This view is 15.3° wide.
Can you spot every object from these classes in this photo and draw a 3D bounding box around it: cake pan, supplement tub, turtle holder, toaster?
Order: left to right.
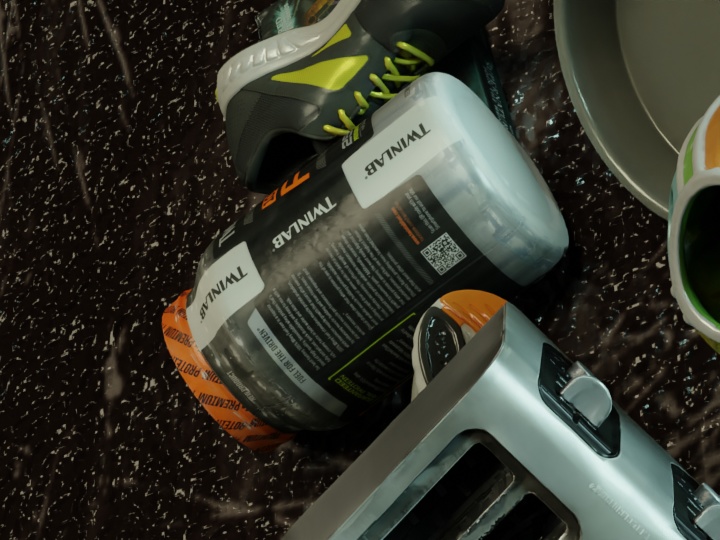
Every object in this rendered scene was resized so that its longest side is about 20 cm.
[{"bbox_3d":[0.000,0.000,1.402,0.200,0.122,0.123,-37,44,15],"label":"supplement tub"},{"bbox_3d":[0.065,0.143,1.195,0.200,0.181,0.119,-46,3,6],"label":"toaster"},{"bbox_3d":[0.178,-0.115,1.307,0.200,0.037,0.202,22,122,42],"label":"cake pan"},{"bbox_3d":[0.195,-0.005,1.199,0.141,0.131,0.186,41,128,25],"label":"turtle holder"}]

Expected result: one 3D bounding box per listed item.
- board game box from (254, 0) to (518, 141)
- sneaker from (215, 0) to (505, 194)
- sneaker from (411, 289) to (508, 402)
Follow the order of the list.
[{"bbox_3d":[0.012,-0.107,1.531,0.135,0.028,0.201,-32,47,22],"label":"board game box"},{"bbox_3d":[0.004,-0.103,1.472,0.199,0.074,0.085,-29,53,35],"label":"sneaker"},{"bbox_3d":[0.062,0.116,1.320,0.075,0.092,0.202,-1,75,-7],"label":"sneaker"}]
